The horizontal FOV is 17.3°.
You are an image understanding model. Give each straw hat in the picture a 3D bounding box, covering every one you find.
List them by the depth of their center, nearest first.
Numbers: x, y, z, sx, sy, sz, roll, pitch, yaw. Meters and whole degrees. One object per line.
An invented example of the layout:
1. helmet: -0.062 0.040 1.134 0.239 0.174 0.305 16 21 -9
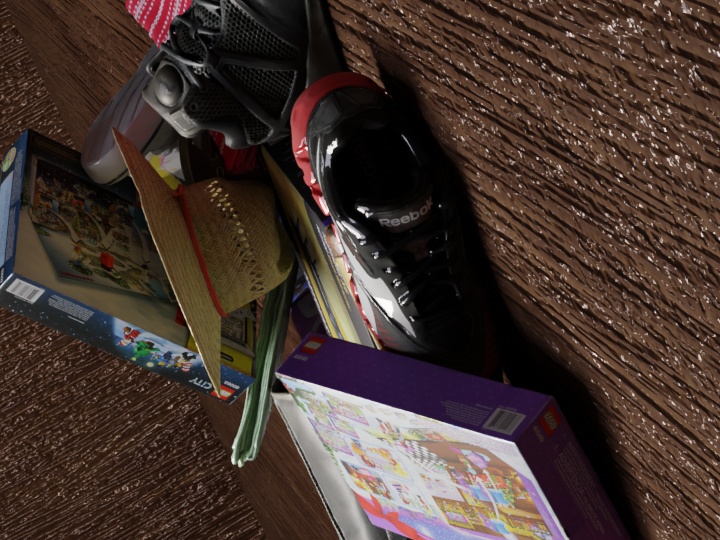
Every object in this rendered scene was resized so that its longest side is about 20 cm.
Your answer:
1. straw hat: -0.090 -0.018 1.565 0.201 0.085 0.202 158 90 -87

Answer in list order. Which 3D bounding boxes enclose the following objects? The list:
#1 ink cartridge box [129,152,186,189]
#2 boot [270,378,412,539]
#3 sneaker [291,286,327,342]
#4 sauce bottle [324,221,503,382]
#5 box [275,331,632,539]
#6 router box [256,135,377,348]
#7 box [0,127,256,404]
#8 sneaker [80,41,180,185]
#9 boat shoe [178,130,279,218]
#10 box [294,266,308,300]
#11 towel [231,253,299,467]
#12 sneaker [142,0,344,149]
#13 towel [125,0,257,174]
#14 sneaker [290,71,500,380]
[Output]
1. ink cartridge box: -0.154 -0.053 1.801 0.068 0.199 0.116 65 170 -20
2. boot: -0.011 0.165 1.745 0.201 0.072 0.182 57 158 -8
3. sneaker: -0.010 0.080 1.842 0.201 0.072 0.115 89 158 -55
4. sauce bottle: 0.047 0.051 1.414 0.201 0.066 0.066 64 171 -12
5. box: 0.054 0.111 1.349 0.199 0.039 0.137 14 143 46
6. router box: 0.000 0.000 1.560 0.157 0.052 0.201 52 166 52
7. box: -0.164 -0.002 1.672 0.199 0.038 0.137 26 -139 -27
8. sneaker: -0.135 -0.116 1.717 0.073 0.200 0.071 -25 113 38
9. boat shoe: -0.082 -0.099 1.664 0.072 0.072 0.201 31 137 45
10. box: -0.096 -0.048 2.011 0.200 0.041 0.120 45 161 54
11. towel: -0.070 0.052 1.799 0.200 0.023 0.154 -79 0 -78
12. sneaker: -0.081 -0.150 1.393 0.076 0.114 0.200 50 163 44
13. towel: -0.104 -0.176 1.552 0.200 0.022 0.145 57 145 39
14. sneaker: 0.025 -0.014 1.320 0.201 0.070 0.098 65 173 -11
